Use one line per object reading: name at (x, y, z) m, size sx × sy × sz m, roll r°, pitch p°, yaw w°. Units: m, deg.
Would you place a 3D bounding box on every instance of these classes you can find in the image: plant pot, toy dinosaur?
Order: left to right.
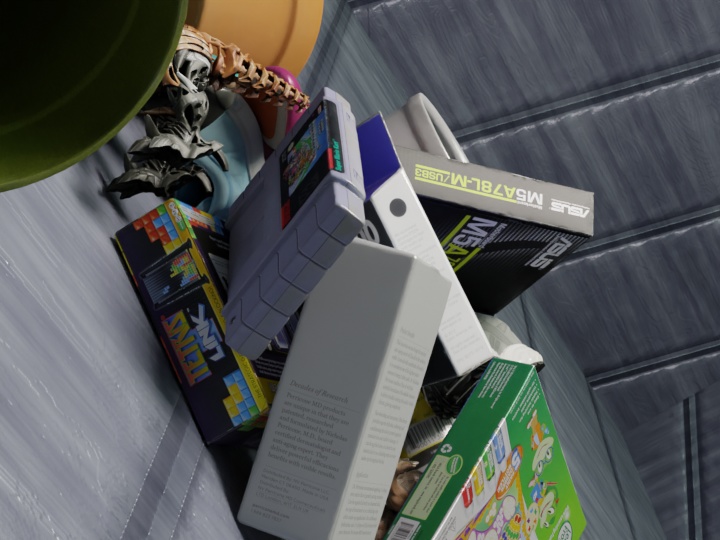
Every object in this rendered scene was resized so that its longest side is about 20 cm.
plant pot at (-0.219, -0.177, 0.799) m, size 0.193 × 0.200 × 0.200 m, roll 52°, pitch 4°, yaw 37°
toy dinosaur at (-0.138, -0.132, 1.085) m, size 0.102 × 0.197 × 0.138 m, roll 82°, pitch 7°, yaw -72°
plant pot at (-0.148, -0.229, 1.269) m, size 0.202 × 0.199 × 0.140 m, roll 61°, pitch 27°, yaw 6°
toy dinosaur at (0.029, 0.206, 1.217) m, size 0.199 × 0.085 × 0.137 m, roll -4°, pitch 103°, yaw -60°

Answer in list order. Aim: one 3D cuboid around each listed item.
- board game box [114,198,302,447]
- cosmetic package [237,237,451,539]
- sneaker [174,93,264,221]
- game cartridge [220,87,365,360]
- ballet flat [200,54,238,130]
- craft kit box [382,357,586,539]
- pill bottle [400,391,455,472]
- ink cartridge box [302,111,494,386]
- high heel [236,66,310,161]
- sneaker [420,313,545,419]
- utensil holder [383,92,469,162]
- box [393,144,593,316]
board game box at (-0.088, 0.046, 1.125) m, size 0.167 × 0.056 × 0.200 m, roll 65°, pitch 12°, yaw 15°
cosmetic package at (-0.008, 0.085, 1.036) m, size 0.070 × 0.202 × 0.101 m, roll 16°, pitch -5°, yaw 19°
sneaker at (-0.121, -0.065, 1.276) m, size 0.074 × 0.082 × 0.201 m, roll 38°, pitch -24°, yaw 33°
game cartridge at (-0.048, -0.041, 1.047) m, size 0.038 × 0.130 × 0.201 m, roll 28°, pitch 22°, yaw -17°
ballet flat at (-0.187, -0.167, 1.148) m, size 0.199 × 0.069 × 0.068 m, roll 32°, pitch 20°, yaw -10°
craft kit box at (0.104, 0.211, 1.219) m, size 0.201 × 0.048 × 0.199 m, roll -54°, pitch 140°, yaw -34°
pill bottle at (0.030, 0.104, 1.375) m, size 0.202 × 0.113 × 0.114 m, roll 64°, pitch 11°, yaw 17°
ink cartridge box at (0.000, 0.000, 1.183) m, size 0.198 × 0.043 × 0.202 m, roll -25°, pitch -91°, yaw 61°
high heel at (-0.052, -0.139, 1.270) m, size 0.068 × 0.096 × 0.200 m, roll 58°, pitch -17°, yaw 3°
sneaker at (0.090, 0.075, 1.315) m, size 0.080 × 0.074 × 0.200 m, roll 51°, pitch 17°, yaw 17°
utensil holder at (0.017, -0.052, 1.499) m, size 0.171 × 0.199 × 0.170 m, roll 57°, pitch 11°, yaw -17°
box at (0.067, -0.029, 1.279) m, size 0.200 × 0.191 × 0.048 m, roll 135°, pitch -34°, yaw -61°
